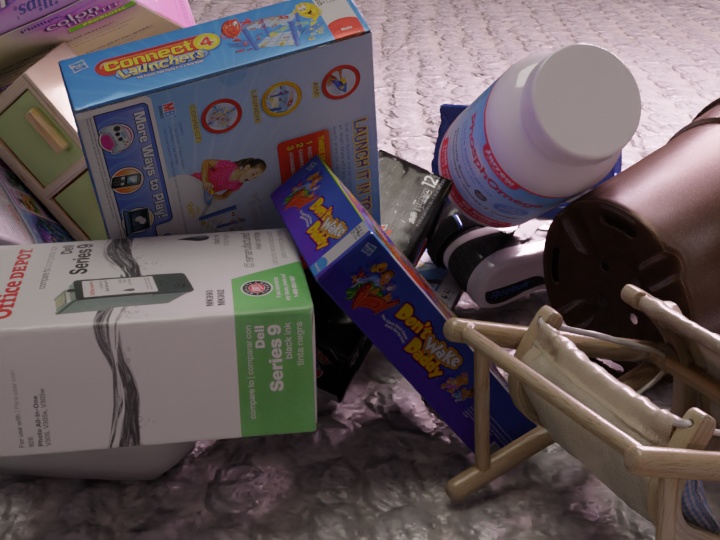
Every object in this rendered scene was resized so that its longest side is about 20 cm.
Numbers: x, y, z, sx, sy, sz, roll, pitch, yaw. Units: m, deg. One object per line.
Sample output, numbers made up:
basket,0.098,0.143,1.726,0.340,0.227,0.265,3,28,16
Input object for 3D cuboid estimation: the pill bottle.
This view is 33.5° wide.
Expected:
pill bottle,0.135,-0.102,0.919,0.107,0.110,0.200,-7,-7,-13

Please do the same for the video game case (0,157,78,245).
video game case,-0.283,-0.076,0.929,0.201,0.024,0.182,54,10,23

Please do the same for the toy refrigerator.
toy refrigerator,-0.199,-0.067,0.928,0.076,0.201,0.070,-30,17,32

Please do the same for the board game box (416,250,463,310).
board game box,0.030,-0.009,1.063,0.134,0.035,0.200,23,26,7

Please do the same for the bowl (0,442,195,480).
bowl,-0.187,0.083,0.849,0.197,0.076,0.200,1,20,8

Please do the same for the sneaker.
sneaker,0.145,-0.035,1.064,0.198,0.074,0.112,-9,44,-40

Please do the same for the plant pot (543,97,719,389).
plant pot,0.260,-0.017,0.927,0.197,0.203,0.200,-23,29,-29

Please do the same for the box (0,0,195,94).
box,-0.251,-0.215,0.952,0.174,0.098,0.200,-20,-2,11

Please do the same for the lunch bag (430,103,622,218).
lunch bag,0.173,-0.092,1.197,0.198,0.134,0.135,8,7,27

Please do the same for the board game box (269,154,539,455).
board game box,0.029,0.028,0.800,0.045,0.200,0.135,-39,30,4

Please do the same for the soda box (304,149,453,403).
soda box,0.000,0.000,0.934,0.070,0.064,0.201,24,52,10

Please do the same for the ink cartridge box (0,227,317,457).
ink cartridge box,-0.132,0.040,0.740,0.197,0.085,0.146,-4,21,-8

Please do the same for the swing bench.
swing bench,0.179,0.100,0.696,0.198,0.131,0.199,-11,22,-23

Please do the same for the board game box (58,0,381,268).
board game box,-0.087,-0.075,0.823,0.194,0.201,0.056,-17,49,-13
